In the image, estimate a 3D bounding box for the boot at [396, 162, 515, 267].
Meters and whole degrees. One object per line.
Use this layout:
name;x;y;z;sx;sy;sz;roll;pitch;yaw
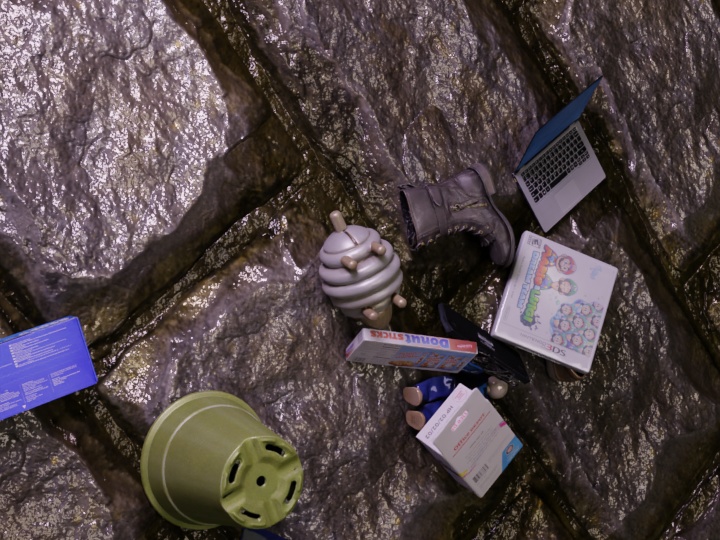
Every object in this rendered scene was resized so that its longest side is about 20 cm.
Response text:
boot;0.152;-0.072;1.686;0.174;0.069;0.200;-25;99;-24

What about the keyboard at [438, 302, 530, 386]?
keyboard;0.200;0.136;1.709;0.200;0.104;0.040;33;115;-26

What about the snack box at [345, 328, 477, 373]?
snack box;0.081;0.128;1.611;0.200;0.072;0.024;8;54;-23

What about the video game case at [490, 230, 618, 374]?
video game case;0.337;0.054;1.770;0.182;0.024;0.200;22;73;-6

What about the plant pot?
plant pot;-0.175;0.274;1.401;0.200;0.190;0.201;0;90;-31

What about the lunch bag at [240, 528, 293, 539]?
lunch bag;-0.099;0.467;1.459;0.127;0.170;0.200;-23;100;-30

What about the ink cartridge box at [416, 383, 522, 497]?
ink cartridge box;0.169;0.264;1.640;0.115;0.068;0.200;-49;134;-11

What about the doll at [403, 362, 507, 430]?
doll;0.163;0.211;1.693;0.200;0.048;0.137;-11;96;-35

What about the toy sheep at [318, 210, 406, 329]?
toy sheep;0.000;0.000;1.543;0.138;0.138;0.200;-29;114;-28

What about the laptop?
laptop;0.368;-0.199;1.782;0.187;0.116;0.200;-40;110;-25

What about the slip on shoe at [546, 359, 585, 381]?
slip on shoe;0.355;0.100;1.805;0.076;0.061;0.201;-10;95;-31

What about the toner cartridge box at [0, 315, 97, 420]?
toner cartridge box;-0.450;0.135;1.315;0.200;0.043;0.095;-20;99;-31
